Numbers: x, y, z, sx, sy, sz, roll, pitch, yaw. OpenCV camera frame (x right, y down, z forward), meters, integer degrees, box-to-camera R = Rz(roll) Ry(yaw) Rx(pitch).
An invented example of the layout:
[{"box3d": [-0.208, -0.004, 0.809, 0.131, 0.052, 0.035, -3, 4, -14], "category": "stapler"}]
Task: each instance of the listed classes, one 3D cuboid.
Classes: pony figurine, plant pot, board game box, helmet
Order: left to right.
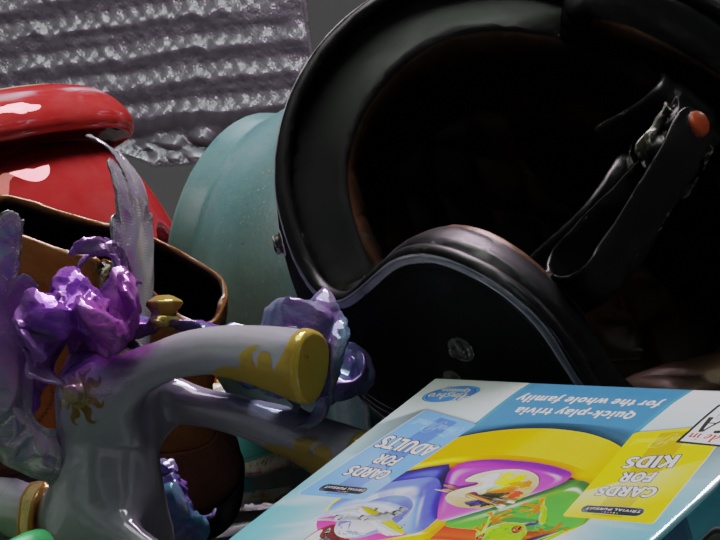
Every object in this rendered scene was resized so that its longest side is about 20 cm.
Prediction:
[{"box3d": [-0.180, 0.009, 1.308, 0.200, 0.183, 0.200, -14, -3, -1], "category": "plant pot"}, {"box3d": [-0.090, 0.049, 0.902, 0.200, 0.193, 0.166, 6, 2, 34], "category": "pony figurine"}, {"box3d": [0.000, 0.000, 1.136, 0.134, 0.201, 0.200, 14, 15, 29], "category": "plant pot"}, {"box3d": [0.021, 0.098, 0.733, 0.151, 0.047, 0.200, -1, 26, 45], "category": "board game box"}, {"box3d": [0.069, -0.013, 0.935, 0.200, 0.200, 0.191, -9, 8, -31], "category": "helmet"}]

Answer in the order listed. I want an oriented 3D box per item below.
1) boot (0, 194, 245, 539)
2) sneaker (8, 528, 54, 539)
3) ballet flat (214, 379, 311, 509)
[{"box3d": [-0.139, 0.035, 1.091, 0.188, 0.069, 0.200, 25, -26, 15], "category": "boot"}, {"box3d": [-0.177, 0.116, 0.880, 0.200, 0.084, 0.074, -5, 6, 22], "category": "sneaker"}, {"box3d": [-0.011, 0.075, 1.228, 0.200, 0.076, 0.064, -3, -15, -4], "category": "ballet flat"}]
